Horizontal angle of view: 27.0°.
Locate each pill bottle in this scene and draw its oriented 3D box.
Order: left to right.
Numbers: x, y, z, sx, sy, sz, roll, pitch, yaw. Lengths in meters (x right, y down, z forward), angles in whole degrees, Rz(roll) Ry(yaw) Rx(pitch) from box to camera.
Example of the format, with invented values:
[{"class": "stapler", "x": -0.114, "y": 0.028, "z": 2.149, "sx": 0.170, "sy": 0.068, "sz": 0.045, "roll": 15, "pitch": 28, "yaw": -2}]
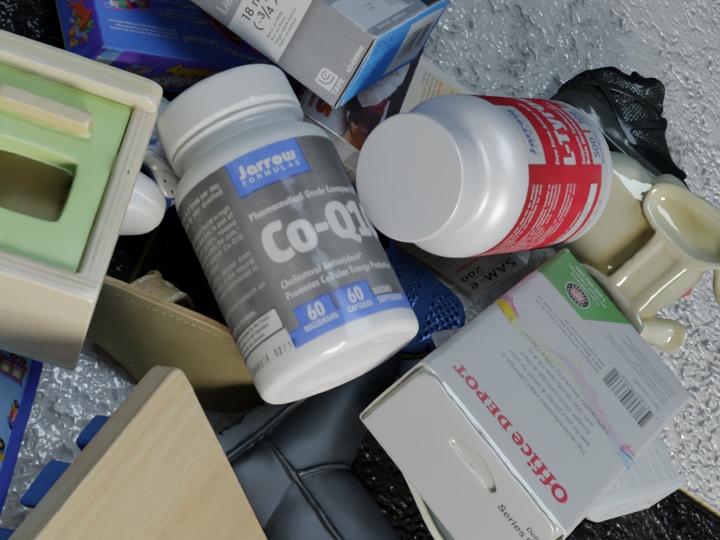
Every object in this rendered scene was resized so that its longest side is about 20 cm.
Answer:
[{"class": "pill bottle", "x": -0.052, "y": -0.025, "z": 0.977, "sx": 0.114, "sy": 0.114, "sz": 0.200, "roll": -15, "pitch": 72, "yaw": -39}, {"class": "pill bottle", "x": 0.087, "y": -0.067, "z": 1.050, "sx": 0.200, "sy": 0.112, "sz": 0.113, "roll": -7, "pitch": 71, "yaw": -55}]

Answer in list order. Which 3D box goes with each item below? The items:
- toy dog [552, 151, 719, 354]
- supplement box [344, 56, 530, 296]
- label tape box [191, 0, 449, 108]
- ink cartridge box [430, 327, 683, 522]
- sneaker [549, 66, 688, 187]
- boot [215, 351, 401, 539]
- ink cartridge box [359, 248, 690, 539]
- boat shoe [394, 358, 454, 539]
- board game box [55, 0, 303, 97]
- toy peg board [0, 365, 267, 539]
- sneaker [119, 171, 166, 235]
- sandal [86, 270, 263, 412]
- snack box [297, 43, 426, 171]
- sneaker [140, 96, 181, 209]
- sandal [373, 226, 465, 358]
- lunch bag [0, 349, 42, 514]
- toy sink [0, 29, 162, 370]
[{"class": "toy dog", "x": 0.217, "y": -0.020, "z": 1.212, "sx": 0.194, "sy": 0.140, "sz": 0.200, "roll": 41, "pitch": 12, "yaw": 18}, {"class": "supplement box", "x": 0.049, "y": -0.088, "z": 1.189, "sx": 0.200, "sy": 0.073, "sz": 0.126, "roll": 33, "pitch": 51, "yaw": -17}, {"class": "label tape box", "x": -0.053, "y": -0.211, "z": 1.052, "sx": 0.200, "sy": 0.063, "sz": 0.144, "roll": 36, "pitch": 31, "yaw": 7}, {"class": "ink cartridge box", "x": 0.142, "y": 0.117, "z": 1.143, "sx": 0.200, "sy": 0.047, "sz": 0.160, "roll": -5, "pitch": 62, "yaw": -43}, {"class": "sneaker", "x": 0.260, "y": -0.106, "z": 1.348, "sx": 0.199, "sy": 0.076, "sz": 0.114, "roll": 45, "pitch": 56, "yaw": -1}, {"class": "boot", "x": -0.008, "y": 0.151, "z": 1.025, "sx": 0.200, "sy": 0.076, "sz": 0.168, "roll": -34, "pitch": 85, "yaw": -34}, {"class": "ink cartridge box", "x": 0.117, "y": 0.095, "z": 1.036, "sx": 0.145, "sy": 0.088, "sz": 0.200, "roll": 50, "pitch": 41, "yaw": 5}, {"class": "boat shoe", "x": 0.078, "y": 0.150, "z": 1.098, "sx": 0.073, "sy": 0.062, "sz": 0.200, "roll": -35, "pitch": 91, "yaw": -43}, {"class": "board game box", "x": -0.132, "y": -0.201, "z": 1.120, "sx": 0.200, "sy": 0.045, "sz": 0.135, "roll": 3, "pitch": 65, "yaw": -43}, {"class": "toy peg board", "x": -0.154, "y": 0.189, "z": 0.846, "sx": 0.200, "sy": 0.098, "sz": 0.200, "roll": -53, "pitch": 134, "yaw": -40}, {"class": "sneaker", "x": -0.225, "y": -0.031, "z": 0.970, "sx": 0.199, "sy": 0.075, "sz": 0.089, "roll": 8, "pitch": 60, "yaw": -21}, {"class": "sandal", "x": -0.148, "y": 0.022, "z": 0.994, "sx": 0.211, "sy": 0.078, "sz": 0.070, "roll": 26, "pitch": 38, "yaw": -31}, {"class": "snack box", "x": 0.007, "y": -0.164, "z": 1.134, "sx": 0.072, "sy": 0.024, "sz": 0.200, "roll": 32, "pitch": 51, "yaw": -15}, {"class": "sneaker", "x": -0.126, "y": -0.075, "z": 1.070, "sx": 0.199, "sy": 0.075, "sz": 0.088, "roll": 11, "pitch": 71, "yaw": -22}, {"class": "sandal", "x": 0.000, "y": 0.000, "z": 1.104, "sx": 0.200, "sy": 0.087, "sz": 0.080, "roll": 27, "pitch": 53, "yaw": -24}, {"class": "lunch bag", "x": -0.273, "y": 0.074, "z": 0.880, "sx": 0.150, "sy": 0.094, "sz": 0.200, "roll": 29, "pitch": 43, "yaw": -18}, {"class": "toy sink", "x": -0.196, "y": -0.066, "z": 0.884, "sx": 0.130, "sy": 0.112, "sz": 0.200, "roll": 19, "pitch": 59, "yaw": -8}]
